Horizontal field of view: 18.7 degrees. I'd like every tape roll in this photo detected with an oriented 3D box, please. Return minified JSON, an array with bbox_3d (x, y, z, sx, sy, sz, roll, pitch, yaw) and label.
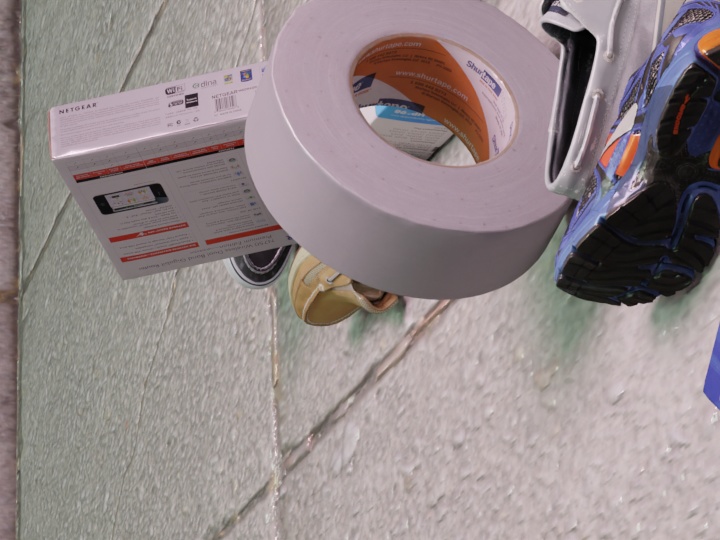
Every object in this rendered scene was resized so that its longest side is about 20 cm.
[{"bbox_3d":[0.035,-0.081,1.300,0.066,0.200,0.201,116,152,-48],"label":"tape roll"}]

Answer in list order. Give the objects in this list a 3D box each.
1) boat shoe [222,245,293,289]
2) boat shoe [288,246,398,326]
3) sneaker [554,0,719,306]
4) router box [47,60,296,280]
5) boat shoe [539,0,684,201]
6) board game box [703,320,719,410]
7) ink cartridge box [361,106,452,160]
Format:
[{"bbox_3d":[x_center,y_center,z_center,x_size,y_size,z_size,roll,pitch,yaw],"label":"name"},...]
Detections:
[{"bbox_3d":[-0.073,-0.082,1.859,0.068,0.072,0.201,-166,88,-73],"label":"boat shoe"},{"bbox_3d":[0.000,0.000,1.613,0.200,0.071,0.076,122,136,-55],"label":"boat shoe"},{"bbox_3d":[0.159,-0.059,1.140,0.079,0.075,0.200,-92,25,-48],"label":"sneaker"},{"bbox_3d":[-0.117,-0.076,1.672,0.180,0.199,0.049,69,-169,-57],"label":"router box"},{"bbox_3d":[0.135,-0.135,1.206,0.070,0.071,0.201,171,104,-72],"label":"boat shoe"},{"bbox_3d":[0.225,0.005,0.944,0.200,0.041,0.201,-127,45,-64],"label":"board game box"},{"bbox_3d":[0.020,-0.139,1.574,0.200,0.067,0.116,138,133,-65],"label":"ink cartridge box"}]
